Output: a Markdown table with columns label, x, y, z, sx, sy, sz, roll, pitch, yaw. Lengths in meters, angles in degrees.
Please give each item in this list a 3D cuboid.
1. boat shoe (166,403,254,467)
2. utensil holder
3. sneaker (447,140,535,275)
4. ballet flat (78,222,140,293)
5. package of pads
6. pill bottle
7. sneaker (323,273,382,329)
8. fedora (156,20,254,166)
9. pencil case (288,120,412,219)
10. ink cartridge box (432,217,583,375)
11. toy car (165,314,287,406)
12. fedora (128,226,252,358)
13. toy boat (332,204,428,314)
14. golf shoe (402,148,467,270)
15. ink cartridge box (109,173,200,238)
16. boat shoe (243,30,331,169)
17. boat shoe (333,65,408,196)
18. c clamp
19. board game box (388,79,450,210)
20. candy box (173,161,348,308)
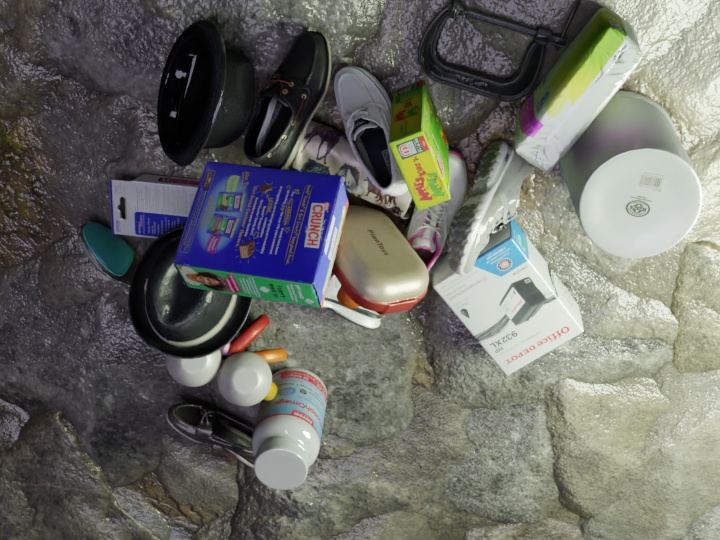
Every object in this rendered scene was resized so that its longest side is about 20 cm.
| label | x | y | z | sx | sy | sz | roll | pitch | yaw |
| --- | --- | --- | --- | --- | --- | --- | --- | --- | --- |
| boat shoe | -0.229 | 0.268 | 1.701 | 0.200 | 0.067 | 0.057 | 31 | 127 | -20 |
| utensil holder | 0.361 | -0.130 | 1.363 | 0.170 | 0.200 | 0.170 | 2 | 120 | 3 |
| sneaker | 0.191 | -0.081 | 1.442 | 0.082 | 0.075 | 0.200 | 24 | 92 | -18 |
| ballet flat | -0.366 | 0.007 | 1.570 | 0.200 | 0.072 | 0.072 | 39 | 115 | -15 |
| package of pads | 0.286 | -0.242 | 1.332 | 0.068 | 0.155 | 0.200 | 35 | 116 | -7 |
| pill bottle | -0.115 | 0.253 | 1.609 | 0.109 | 0.200 | 0.109 | 2 | 120 | 3 |
| sneaker | -0.036 | 0.003 | 1.548 | 0.200 | 0.076 | 0.115 | 23 | 110 | -18 |
| fedora | -0.205 | -0.239 | 1.391 | 0.091 | 0.201 | 0.201 | 4 | 126 | -37 |
| pencil case | -0.007 | -0.143 | 1.452 | 0.200 | 0.078 | 0.090 | 22 | 123 | -8 |
| ink cartridge box | 0.224 | 0.040 | 1.533 | 0.145 | 0.084 | 0.200 | -33 | 112 | 20 |
| toy car | -0.212 | 0.122 | 1.585 | 0.200 | 0.175 | 0.150 | 22 | 84 | -8 |
| fedora | -0.249 | 0.024 | 1.452 | 0.200 | 0.092 | 0.201 | 0 | 79 | -2 |
| toy boat | 0.000 | 0.000 | 1.454 | 0.130 | 0.200 | 0.131 | -8 | 139 | -35 |
| golf shoe | 0.110 | -0.078 | 1.473 | 0.075 | 0.092 | 0.200 | 14 | 118 | -2 |
| ink cartridge box | -0.276 | -0.092 | 1.524 | 0.200 | 0.037 | 0.095 | 5 | 120 | -1 |
| boat shoe | -0.099 | -0.236 | 1.379 | 0.074 | 0.063 | 0.202 | 26 | 96 | 32 |
| boat shoe | 0.014 | -0.196 | 1.377 | 0.074 | 0.065 | 0.200 | -33 | 77 | 21 |
| c clamp | 0.184 | -0.317 | 1.375 | 0.200 | 0.027 | 0.171 | 10 | 125 | -3 |
| board game box | 0.081 | -0.173 | 1.358 | 0.048 | 0.200 | 0.102 | -19 | 116 | 14 |
| candy box | -0.131 | -0.051 | 1.372 | 0.200 | 0.169 | 0.077 | 8 | 154 | 14 |
